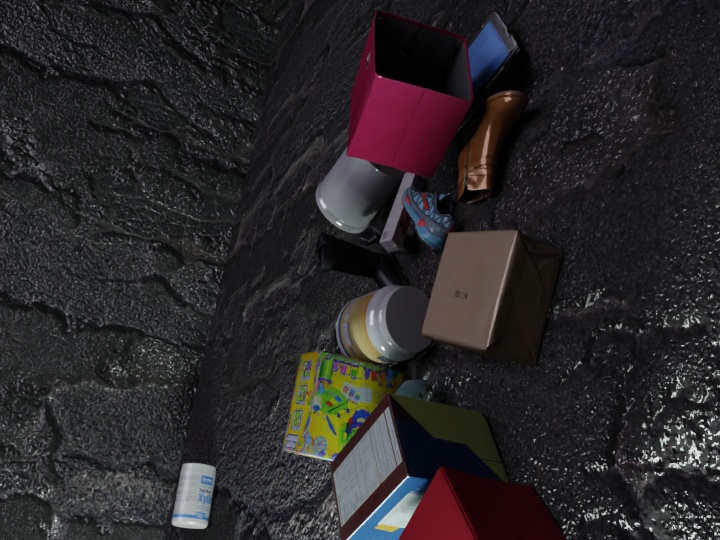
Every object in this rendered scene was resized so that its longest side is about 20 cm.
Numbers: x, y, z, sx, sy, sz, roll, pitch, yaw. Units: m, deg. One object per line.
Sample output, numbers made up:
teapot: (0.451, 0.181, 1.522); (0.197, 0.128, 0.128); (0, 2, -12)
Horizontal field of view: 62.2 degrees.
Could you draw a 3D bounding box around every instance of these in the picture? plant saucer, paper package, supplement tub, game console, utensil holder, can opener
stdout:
plant saucer: (0.051, 0.271, 1.086); (0.201, 0.036, 0.201); (-50, -12, -14)
paper package: (0.207, 0.038, 0.975); (0.199, 0.101, 0.197); (5, 79, 66)
supplement tub: (0.050, 0.113, 1.208); (0.199, 0.141, 0.149); (-24, 52, 59)
game console: (0.221, -0.387, 1.194); (0.201, 0.116, 0.176); (-49, -1, 42)
utensil holder: (0.004, -0.225, 1.509); (0.200, 0.166, 0.173); (-47, 35, 37)
supplement tub: (-0.594, 0.806, 2.134); (0.131, 0.129, 0.206); (-36, 43, 51)
can opener: (0.069, -0.070, 1.396); (0.079, 0.064, 0.198); (-48, 32, -13)

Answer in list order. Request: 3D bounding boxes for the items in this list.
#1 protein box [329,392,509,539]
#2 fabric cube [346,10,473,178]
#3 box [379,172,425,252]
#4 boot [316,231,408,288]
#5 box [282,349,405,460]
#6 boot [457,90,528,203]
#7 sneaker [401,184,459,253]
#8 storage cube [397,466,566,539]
protein box: (0.085, 0.321, 0.928); (0.202, 0.194, 0.137); (-55, 32, 32)
fabric cube: (0.089, -0.341, 1.170); (0.201, 0.194, 0.201); (118, 159, -52)
box: (0.095, -0.134, 1.334); (0.041, 0.039, 0.204); (-10, 49, 43)
boot: (0.000, 0.000, 1.321); (0.067, 0.195, 0.166); (-59, 28, 24)
box: (-0.031, 0.283, 1.202); (0.121, 0.196, 0.199); (-21, 54, 59)
boot: (0.238, -0.224, 1.107); (0.199, 0.075, 0.160); (-29, 47, 60)
sneaker: (0.155, -0.125, 1.251); (0.095, 0.079, 0.203); (-42, 40, 20)
storage cube: (0.161, 0.390, 0.760); (0.204, 0.167, 0.180); (-64, 24, 17)
